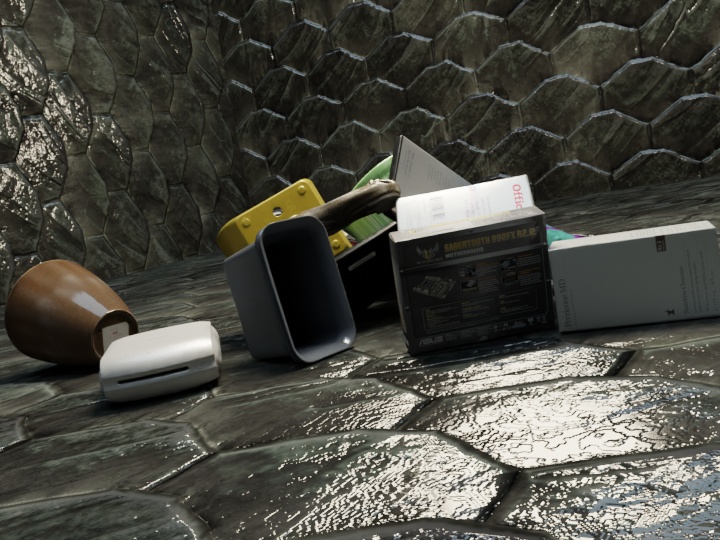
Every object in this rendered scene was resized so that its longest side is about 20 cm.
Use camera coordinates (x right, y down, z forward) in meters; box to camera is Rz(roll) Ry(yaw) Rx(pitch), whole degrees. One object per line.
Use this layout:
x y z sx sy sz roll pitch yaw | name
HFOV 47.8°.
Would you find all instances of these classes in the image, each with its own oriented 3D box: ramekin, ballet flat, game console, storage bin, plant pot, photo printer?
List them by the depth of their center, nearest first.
-0.280 0.127 1.151 0.166 0.070 0.200 -12 7 -9 | photo printer
-0.108 0.035 1.194 0.145 0.201 0.134 -17 0 -45 | storage bin
-0.034 -0.092 1.228 0.199 0.047 0.067 -22 -22 11 | ballet flat
0.000 0.000 1.359 0.200 0.176 0.116 -33 41 -7 | game console
-0.117 -0.041 1.364 0.200 0.200 0.176 -31 -7 -9 | plant pot
0.069 -0.107 1.418 0.200 0.098 0.200 -35 -20 -15 | ramekin
-0.482 0.092 1.418 0.200 0.188 0.187 15 21 38 | plant pot

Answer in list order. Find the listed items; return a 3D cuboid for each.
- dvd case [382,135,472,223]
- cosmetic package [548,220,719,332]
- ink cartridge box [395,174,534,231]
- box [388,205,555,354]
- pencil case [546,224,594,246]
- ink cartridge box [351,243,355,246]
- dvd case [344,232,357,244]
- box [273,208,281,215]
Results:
0.120 -0.111 1.318 0.200 0.143 0.018 29 -31 -35 | dvd case
0.344 0.008 1.023 0.199 0.113 0.081 -10 6 16 | cosmetic package
0.165 -0.025 1.196 0.199 0.148 0.145 -9 -36 10 | ink cartridge box
0.146 0.013 1.060 0.199 0.159 0.048 -11 17 -4 | box
0.287 -0.048 1.322 0.200 0.093 0.085 28 -2 22 | pencil case
-0.097 0.027 1.486 0.199 0.117 0.067 -11 1 -7 | ink cartridge box
0.011 -0.088 1.592 0.199 0.022 0.146 11 36 36 | dvd case
-0.155 -0.033 1.727 0.043 0.201 0.160 16 18 26 | box
